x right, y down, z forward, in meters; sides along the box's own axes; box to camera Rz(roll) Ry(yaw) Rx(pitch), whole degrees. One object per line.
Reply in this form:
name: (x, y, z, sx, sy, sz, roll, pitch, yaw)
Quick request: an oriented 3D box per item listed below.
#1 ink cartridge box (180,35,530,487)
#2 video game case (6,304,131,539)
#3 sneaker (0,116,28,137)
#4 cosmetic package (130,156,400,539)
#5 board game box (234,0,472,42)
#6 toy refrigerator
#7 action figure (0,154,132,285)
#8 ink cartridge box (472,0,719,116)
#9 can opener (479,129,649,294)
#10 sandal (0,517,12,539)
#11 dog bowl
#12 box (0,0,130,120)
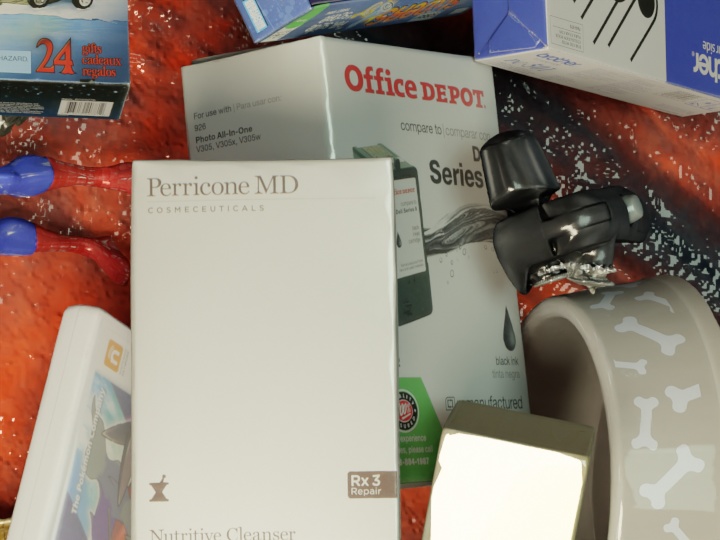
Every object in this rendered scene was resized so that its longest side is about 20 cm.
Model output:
ink cartridge box: (0.000, 0.000, 1.288, 0.146, 0.084, 0.200, 1, 81, -55)
video game case: (-0.094, 0.140, 1.222, 0.182, 0.023, 0.200, 39, 58, -54)
sneaker: (-0.150, -0.142, 1.266, 0.090, 0.078, 0.200, 32, 65, -3)
cosmetic package: (-0.038, 0.056, 1.163, 0.113, 0.081, 0.200, -3, 83, 0)
board game box: (-0.015, -0.177, 1.289, 0.200, 0.034, 0.135, -15, 78, -61)
toy refrigerator: (0.054, 0.164, 1.215, 0.070, 0.076, 0.200, 11, 97, 6)
action figure: (-0.179, -0.019, 1.203, 0.200, 0.099, 0.065, 5, 110, -28)
ink cartridge box: (0.126, -0.136, 1.390, 0.200, 0.044, 0.094, 8, 78, -54)
can opener: (0.107, -0.025, 1.336, 0.200, 0.063, 0.079, 7, 76, -72)
sandal: (-0.153, 0.134, 1.216, 0.078, 0.070, 0.212, -45, 107, -27)
dog bowl: (0.113, 0.100, 1.314, 0.059, 0.200, 0.200, 2, 83, -17)
box: (-0.199, -0.136, 1.190, 0.200, 0.038, 0.137, 1, 69, -12)
